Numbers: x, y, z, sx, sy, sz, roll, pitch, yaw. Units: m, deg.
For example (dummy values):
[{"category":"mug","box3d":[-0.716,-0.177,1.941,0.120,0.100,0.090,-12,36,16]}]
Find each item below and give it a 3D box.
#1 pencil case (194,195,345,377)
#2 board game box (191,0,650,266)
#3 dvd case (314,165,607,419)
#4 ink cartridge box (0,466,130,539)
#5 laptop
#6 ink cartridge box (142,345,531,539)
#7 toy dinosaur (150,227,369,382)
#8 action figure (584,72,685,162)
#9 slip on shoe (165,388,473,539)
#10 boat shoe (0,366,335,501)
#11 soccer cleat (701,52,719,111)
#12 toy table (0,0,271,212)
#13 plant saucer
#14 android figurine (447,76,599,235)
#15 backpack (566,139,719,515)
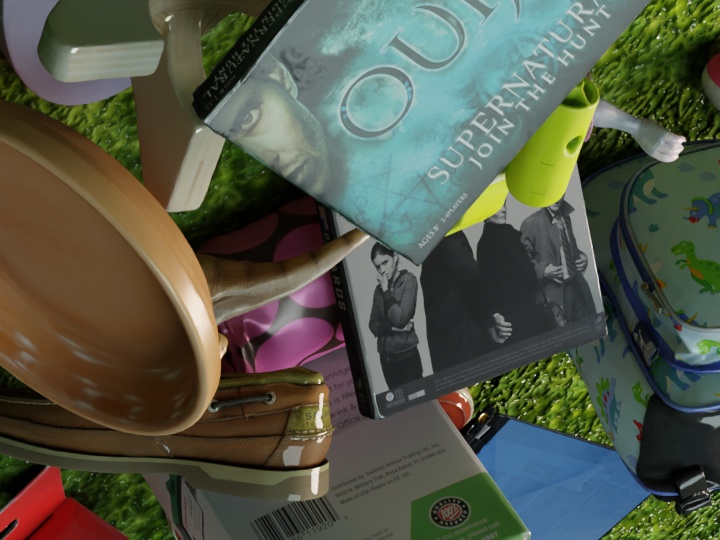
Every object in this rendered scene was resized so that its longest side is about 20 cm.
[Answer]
[{"category":"pencil case","box3d":[0.000,0.000,1.509,0.200,0.091,0.094,-21,144,-18]},{"category":"board game box","box3d":[0.039,-0.111,1.220,0.135,0.028,0.200,32,105,-32]},{"category":"dvd case","box3d":[0.047,-0.040,1.460,0.150,0.025,0.201,-18,104,-26]},{"category":"ink cartridge box","box3d":[-0.174,0.213,1.591,0.116,0.067,0.200,-45,151,-25]},{"category":"laptop","box3d":[0.059,0.179,1.694,0.200,0.116,0.187,-45,177,-45]},{"category":"ink cartridge box","box3d":[-0.023,0.116,1.525,0.146,0.200,0.084,-21,146,-21]},{"category":"toy dinosaur","box3d":[-0.081,0.014,1.388,0.199,0.107,0.060,-4,158,12]},{"category":"action figure","box3d":[0.080,-0.122,1.366,0.149,0.134,0.200,0,115,-41]},{"category":"slip on shoe","box3d":[-0.016,0.123,1.660,0.200,0.061,0.074,-24,142,-21]},{"category":"boat shoe","box3d":[-0.106,0.070,1.451,0.072,0.199,0.068,-23,118,-71]},{"category":"soccer cleat","box3d":[0.270,-0.090,1.658,0.200,0.070,0.086,-5,134,-39]},{"category":"toy table","box3d":[-0.081,-0.130,1.257,0.183,0.117,0.200,-17,140,-28]},{"category":"plant saucer","box3d":[-0.141,-0.007,1.293,0.037,0.200,0.200,-49,153,-29]},{"category":"android figurine","box3d":[0.034,-0.100,1.336,0.041,0.182,0.200,-23,143,-40]},{"category":"backpack","box3d":[0.209,0.010,1.604,0.183,0.200,0.147,-13,135,-18]}]
